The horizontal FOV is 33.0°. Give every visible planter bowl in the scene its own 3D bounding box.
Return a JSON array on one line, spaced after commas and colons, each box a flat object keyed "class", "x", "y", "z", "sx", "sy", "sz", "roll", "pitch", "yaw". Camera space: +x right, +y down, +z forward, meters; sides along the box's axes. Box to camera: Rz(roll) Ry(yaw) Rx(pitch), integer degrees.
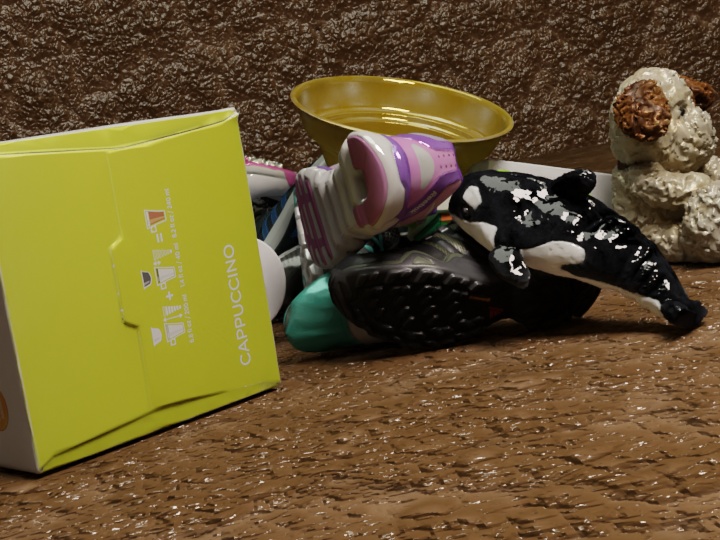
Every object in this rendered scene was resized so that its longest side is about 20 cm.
[{"class": "planter bowl", "x": 0.032, "y": -0.109, "z": 1.091, "sx": 0.199, "sy": 0.084, "sz": 0.201, "roll": 6, "pitch": 22, "yaw": -3}]

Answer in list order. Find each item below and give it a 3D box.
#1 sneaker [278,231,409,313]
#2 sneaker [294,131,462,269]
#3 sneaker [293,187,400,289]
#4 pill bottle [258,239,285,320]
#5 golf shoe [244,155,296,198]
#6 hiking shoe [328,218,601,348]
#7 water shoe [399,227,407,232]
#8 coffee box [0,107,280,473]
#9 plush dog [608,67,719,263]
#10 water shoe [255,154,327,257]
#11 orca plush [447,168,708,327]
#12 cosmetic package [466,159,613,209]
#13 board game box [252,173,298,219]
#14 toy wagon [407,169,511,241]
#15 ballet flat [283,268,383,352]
[{"class": "sneaker", "x": 0.000, "y": 0.000, "z": 1.141, "sx": 0.199, "sy": 0.067, "sz": 0.090, "roll": -10, "pitch": 4, "yaw": -17}, {"class": "sneaker", "x": 0.013, "y": -0.055, "z": 0.909, "sx": 0.088, "sy": 0.081, "sz": 0.200, "roll": -15, "pitch": -4, "yaw": -23}, {"class": "sneaker", "x": -0.009, "y": -0.020, "z": 1.063, "sx": 0.091, "sy": 0.078, "sz": 0.200, "roll": -8, "pitch": 37, "yaw": -1}, {"class": "pill bottle", "x": -0.147, "y": 0.010, "z": 1.099, "sx": 0.108, "sy": 0.109, "sz": 0.200, "roll": -14, "pitch": 9, "yaw": -28}, {"class": "golf shoe", "x": -0.163, "y": -0.075, "z": 1.217, "sx": 0.199, "sy": 0.092, "sz": 0.075, "roll": 2, "pitch": 5, "yaw": -11}, {"class": "hiking shoe", "x": 0.073, "y": -0.001, "z": 0.907, "sx": 0.199, "sy": 0.076, "sz": 0.101, "roll": -2, "pitch": 35, "yaw": -6}, {"class": "water shoe", "x": 0.111, "y": -0.051, "z": 1.290, "sx": 0.199, "sy": 0.072, "sz": 0.079, "roll": -14, "pitch": 4, "yaw": -32}, {"class": "coffee box", "x": -0.201, "y": 0.006, "z": 0.837, "sx": 0.200, "sy": 0.201, "sz": 0.197, "roll": -16, "pitch": 10, "yaw": -43}, {"class": "plush dog", "x": 0.275, "y": -0.099, "z": 1.106, "sx": 0.160, "sy": 0.173, "sz": 0.200, "roll": -7, "pitch": 9, "yaw": 28}, {"class": "water shoe", "x": -0.071, "y": -0.051, "z": 1.196, "sx": 0.071, "sy": 0.200, "sz": 0.079, "roll": 39, "pitch": -3, "yaw": -42}, {"class": "orca plush", "x": 0.146, "y": -0.030, "z": 0.830, "sx": 0.105, "sy": 0.071, "sz": 0.200, "roll": -22, "pitch": 45, "yaw": -29}, {"class": "cosmetic package", "x": 0.170, "y": -0.063, "z": 1.185, "sx": 0.199, "sy": 0.072, "sz": 0.101, "roll": 3, "pitch": 0, "yaw": -32}, {"class": "board game box", "x": -0.092, "y": -0.032, "z": 1.274, "sx": 0.199, "sy": 0.127, "sz": 0.035, "roll": -5, "pitch": -6, "yaw": 30}, {"class": "toy wagon", "x": 0.100, "y": -0.036, "z": 1.034, "sx": 0.199, "sy": 0.040, "sz": 0.155, "roll": 13, "pitch": -23, "yaw": -16}, {"class": "ballet flat", "x": 0.035, "y": 0.021, "z": 0.955, "sx": 0.199, "sy": 0.068, "sz": 0.070, "roll": -18, "pitch": 24, "yaw": -36}]
